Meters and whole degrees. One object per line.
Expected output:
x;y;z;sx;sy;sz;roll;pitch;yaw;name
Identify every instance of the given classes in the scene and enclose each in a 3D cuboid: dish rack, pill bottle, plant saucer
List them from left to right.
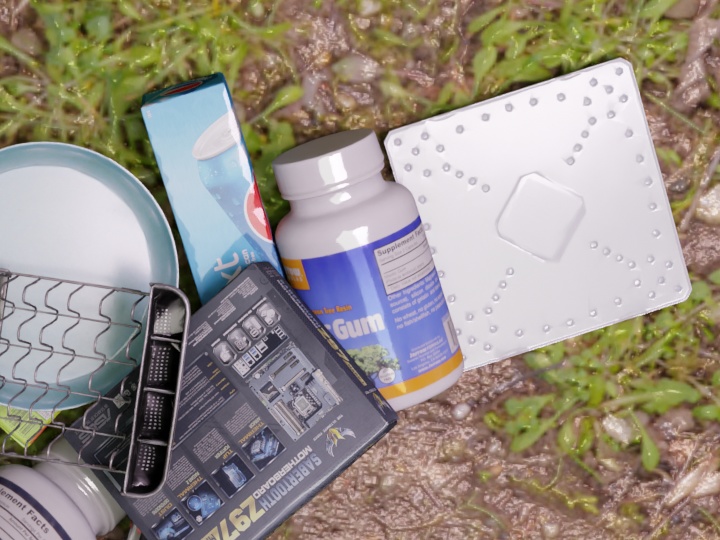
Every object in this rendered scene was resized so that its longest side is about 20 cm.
-0.269;0.217;1.588;0.200;0.111;0.111;-44;105;-29;pill bottle
-0.236;0.004;1.576;0.199;0.027;0.201;-1;95;-12;plant saucer
-0.224;0.074;1.524;0.199;0.055;0.154;8;92;5;dish rack
0.000;0.000;1.598;0.112;0.112;0.201;-18;103;-1;pill bottle

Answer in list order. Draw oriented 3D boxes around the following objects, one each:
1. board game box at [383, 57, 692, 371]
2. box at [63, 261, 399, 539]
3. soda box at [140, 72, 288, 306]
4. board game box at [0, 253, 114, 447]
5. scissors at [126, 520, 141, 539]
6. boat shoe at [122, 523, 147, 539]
0.138;-0.044;1.645;0.199;0.026;0.201;-18;104;-1;board game box
-0.095;0.116;1.556;0.200;0.051;0.158;-42;82;10;box
-0.106;-0.044;1.604;0.068;0.064;0.201;-17;104;-1;soda box
-0.295;0.030;1.611;0.200;0.048;0.102;43;95;-12;board game box
-0.166;0.186;1.634;0.014;0.073;0.201;11;92;13;scissors
-0.140;0.216;1.663;0.073;0.074;0.200;35;93;-37;boat shoe
